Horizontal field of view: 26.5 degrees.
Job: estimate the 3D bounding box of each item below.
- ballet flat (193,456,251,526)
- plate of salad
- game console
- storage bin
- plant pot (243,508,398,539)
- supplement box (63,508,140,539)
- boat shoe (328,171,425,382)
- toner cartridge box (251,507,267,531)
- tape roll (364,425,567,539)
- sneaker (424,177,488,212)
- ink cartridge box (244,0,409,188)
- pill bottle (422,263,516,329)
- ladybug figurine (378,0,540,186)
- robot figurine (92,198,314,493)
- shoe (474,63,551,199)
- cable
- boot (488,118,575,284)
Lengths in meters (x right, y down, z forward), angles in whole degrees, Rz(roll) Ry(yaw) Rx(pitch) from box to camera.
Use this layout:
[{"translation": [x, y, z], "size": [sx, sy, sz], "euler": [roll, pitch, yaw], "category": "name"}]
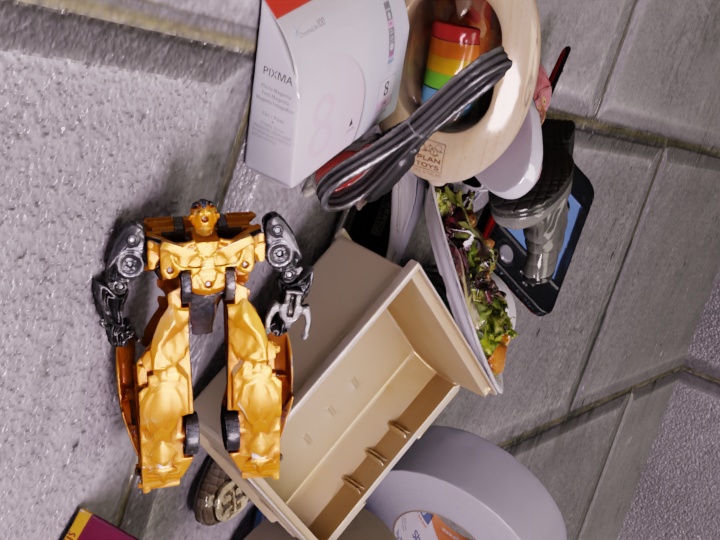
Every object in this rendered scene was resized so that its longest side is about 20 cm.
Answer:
[{"translation": [-0.071, 0.141, 1.272], "size": [0.200, 0.046, 0.068], "euler": [-46, 150, -44], "category": "ballet flat"}, {"translation": [0.098, 0.004, 1.294], "size": [0.200, 0.048, 0.202], "euler": [-18, 90, -81], "category": "plate of salad"}, {"translation": [0.195, -0.088, 1.535], "size": [0.172, 0.118, 0.201], "euler": [45, 48, -21], "category": "game console"}, {"translation": [-0.011, 0.109, 1.199], "size": [0.200, 0.093, 0.199], "euler": [-49, 137, -14], "category": "storage bin"}, {"translation": [-0.002, 0.310, 1.260], "size": [0.185, 0.200, 0.190], "euler": [-5, 102, -24], "category": "plant pot"}, {"translation": [-0.128, 0.262, 1.040], "size": [0.111, 0.199, 0.086], "euler": [-60, 157, -16], "category": "supplement box"}, {"translation": [0.000, 0.000, 1.274], "size": [0.066, 0.071, 0.202], "euler": [22, 90, -65], "category": "boat shoe"}, {"translation": [-0.035, 0.216, 1.436], "size": [0.200, 0.043, 0.096], "euler": [-25, 132, -61], "category": "toner cartridge box"}, {"translation": [0.090, 0.241, 1.428], "size": [0.066, 0.199, 0.202], "euler": [-50, 153, -39], "category": "tape roll"}, {"translation": [0.094, -0.086, 1.396], "size": [0.075, 0.081, 0.200], "euler": [-66, 159, -2], "category": "sneaker"}, {"translation": [-0.015, -0.180, 1.090], "size": [0.162, 0.057, 0.202], "euler": [-40, 151, -49], "category": "ink cartridge box"}, {"translation": [0.070, 0.052, 1.434], "size": [0.200, 0.112, 0.114], "euler": [-13, 123, -65], "category": "pill bottle"}, {"translation": [0.078, -0.166, 1.213], "size": [0.072, 0.134, 0.202], "euler": [-40, 145, -65], "category": "ladybug figurine"}, {"translation": [-0.104, 0.046, 1.011], "size": [0.058, 0.143, 0.202], "euler": [-124, -148, -65], "category": "robot figurine"}, {"translation": [0.131, -0.133, 1.300], "size": [0.071, 0.202, 0.091], "euler": [-36, 139, 27], "category": "shoe"}, {"translation": [0.026, -0.108, 1.152], "size": [0.097, 0.051, 0.200], "euler": [-16, 156, -47], "category": "cable"}, {"translation": [0.159, -0.043, 1.350], "size": [0.200, 0.067, 0.132], "euler": [-56, 147, -60], "category": "boot"}]
